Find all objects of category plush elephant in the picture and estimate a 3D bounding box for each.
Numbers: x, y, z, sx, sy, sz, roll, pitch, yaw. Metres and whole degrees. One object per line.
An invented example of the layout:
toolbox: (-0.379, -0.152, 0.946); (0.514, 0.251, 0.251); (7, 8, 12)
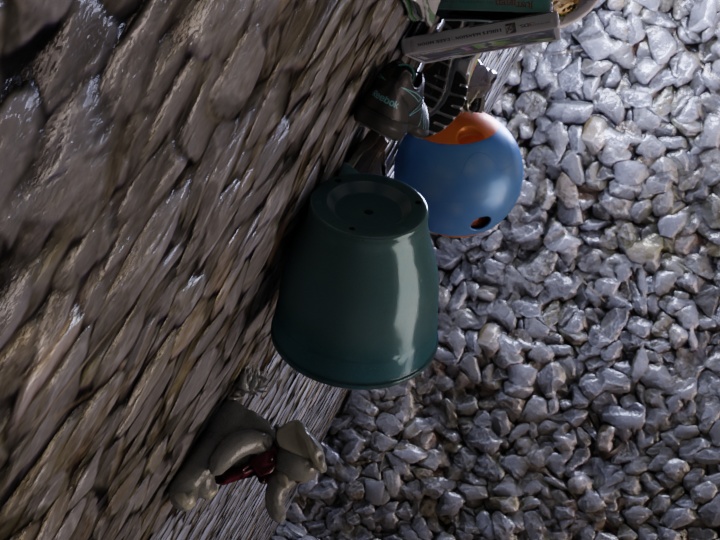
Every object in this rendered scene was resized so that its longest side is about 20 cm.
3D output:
plush elephant: (-0.121, 0.239, 1.548); (0.201, 0.154, 0.165); (-60, 175, -8)

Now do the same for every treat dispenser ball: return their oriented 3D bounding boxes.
treat dispenser ball: (0.151, -0.151, 1.904); (0.201, 0.200, 0.201); (-61, 175, -10)

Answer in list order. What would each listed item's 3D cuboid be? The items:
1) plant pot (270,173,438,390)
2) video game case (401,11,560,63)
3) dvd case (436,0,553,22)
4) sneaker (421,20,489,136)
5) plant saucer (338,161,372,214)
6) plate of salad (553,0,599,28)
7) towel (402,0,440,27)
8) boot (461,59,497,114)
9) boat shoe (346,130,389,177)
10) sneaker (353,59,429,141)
plant pot: (0.000, 0.000, 1.407); (0.200, 0.199, 0.189); (-55, 156, -51)
video game case: (0.151, -0.279, 1.491); (0.200, 0.181, 0.023); (-33, 114, -78)
dvd case: (0.166, -0.321, 1.519); (0.200, 0.145, 0.022); (-43, 136, -77)
sneaker: (0.122, -0.273, 1.691); (0.201, 0.078, 0.090); (-61, -178, 17)
plant saucer: (-0.016, -0.056, 1.534); (0.019, 0.070, 0.200); (-45, 167, -27)
plate of salad: (0.258, -0.421, 1.634); (0.201, 0.199, 0.048); (-62, -156, 3)
towel: (0.104, -0.361, 1.303); (0.201, 0.031, 0.149); (-62, 175, 4)
boot: (0.139, -0.259, 1.805); (0.200, 0.095, 0.074); (-57, 173, -43)
boat shoe: (0.014, -0.102, 1.541); (0.075, 0.073, 0.200); (-59, 174, -29)
sneaker: (0.052, -0.197, 1.415); (0.080, 0.075, 0.200); (-65, 174, 14)
